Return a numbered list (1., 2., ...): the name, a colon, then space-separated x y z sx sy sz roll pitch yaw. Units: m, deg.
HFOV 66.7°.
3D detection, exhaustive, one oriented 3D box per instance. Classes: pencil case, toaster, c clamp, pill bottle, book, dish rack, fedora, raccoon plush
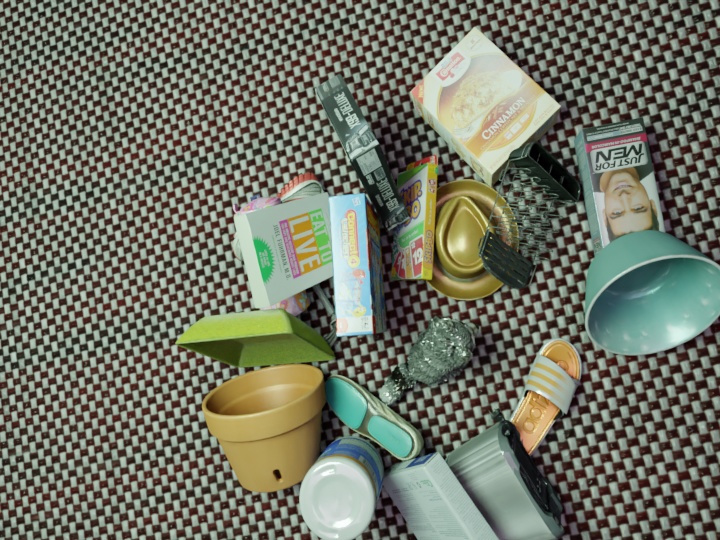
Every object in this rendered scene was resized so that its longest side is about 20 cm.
1. pencil case: -0.145 -0.020 0.903 0.085 0.088 0.205 -13 105 8
2. toaster: 0.210 0.329 0.836 0.128 0.113 0.203 -34 89 19
3. c clamp: -0.093 0.049 0.967 0.168 0.027 0.204 -29 80 6
4. pill bottle: -0.020 0.321 0.841 0.109 0.200 0.116 -1 85 7
5. book: -0.105 -0.039 0.856 0.047 0.199 0.137 -5 103 35
6. dish rack: 0.262 -0.077 0.859 0.054 0.151 0.205 9 76 55
7. fedora: 0.172 -0.055 0.902 0.194 0.082 0.207 -1 84 9
8. raccoon plush: 0.111 0.156 0.867 0.096 0.134 0.202 36 91 9

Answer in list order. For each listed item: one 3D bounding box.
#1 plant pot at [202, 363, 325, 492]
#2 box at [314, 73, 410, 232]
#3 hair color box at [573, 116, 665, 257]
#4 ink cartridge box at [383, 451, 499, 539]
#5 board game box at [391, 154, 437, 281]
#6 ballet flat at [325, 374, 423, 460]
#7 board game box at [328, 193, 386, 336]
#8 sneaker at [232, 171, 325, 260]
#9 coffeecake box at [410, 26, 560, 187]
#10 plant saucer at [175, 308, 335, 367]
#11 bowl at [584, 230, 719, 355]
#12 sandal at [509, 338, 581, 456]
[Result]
1. plant pot: -0.144 0.255 0.884 0.194 0.200 0.144 -8 100 9
2. box: 0.007 -0.180 0.861 0.049 0.201 0.160 -27 59 5
3. hair color box: 0.415 -0.130 0.880 0.096 0.061 0.206 -9 84 9
4. ink cartridge box: 0.125 0.379 0.822 0.043 0.197 0.202 -31 80 -28
5. board game box: 0.090 -0.087 0.918 0.029 0.095 0.206 9 84 -28
6. ballet flat: 0.021 0.245 0.912 0.198 0.062 0.069 34 99 28
7. board game box: 0.000 0.000 0.868 0.054 0.200 0.202 -4 85 8
8. sneaker: -0.141 -0.082 0.958 0.199 0.078 0.083 -39 75 5
9. coffeecake box: 0.205 -0.272 0.915 0.153 0.073 0.201 -43 75 4
10. plant saucer: -0.160 0.109 0.883 0.194 0.200 0.049 -7 68 16
11. bowl: 0.421 0.022 0.817 0.195 0.204 0.107 -10 41 8
12. sandal: 0.294 0.212 0.870 0.078 0.059 0.211 25 90 10
